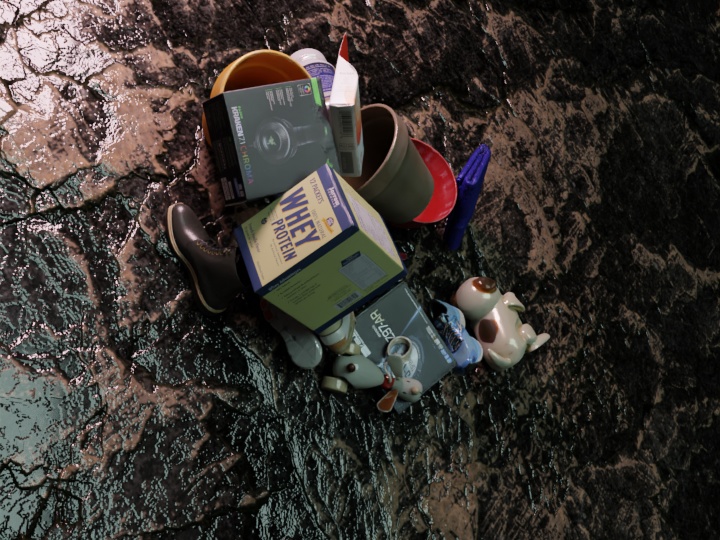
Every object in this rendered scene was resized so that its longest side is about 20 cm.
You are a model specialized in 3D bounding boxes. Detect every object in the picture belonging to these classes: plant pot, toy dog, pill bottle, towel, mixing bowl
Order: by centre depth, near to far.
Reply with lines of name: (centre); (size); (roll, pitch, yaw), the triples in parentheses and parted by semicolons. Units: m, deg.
plant pot: (-0.196, -0.274, 1.603); (0.197, 0.182, 0.204); (1, 88, -32)
toy dog: (0.029, 0.191, 1.634); (0.197, 0.096, 0.134); (-3, 87, -18)
plant pot: (0.044, -0.179, 1.680); (0.173, 0.198, 0.203); (36, 50, -37)
pill bottle: (-0.083, -0.343, 1.769); (0.114, 0.116, 0.202); (12, 40, -37)
mixing bowl: (0.092, -0.166, 1.870); (0.197, 0.108, 0.203); (10, 62, -20)
toy dog: (0.276, 0.110, 1.916); (0.193, 0.139, 0.202); (-26, 82, -48)
towel: (0.230, -0.163, 1.961); (0.049, 0.202, 0.148); (20, 46, 9)

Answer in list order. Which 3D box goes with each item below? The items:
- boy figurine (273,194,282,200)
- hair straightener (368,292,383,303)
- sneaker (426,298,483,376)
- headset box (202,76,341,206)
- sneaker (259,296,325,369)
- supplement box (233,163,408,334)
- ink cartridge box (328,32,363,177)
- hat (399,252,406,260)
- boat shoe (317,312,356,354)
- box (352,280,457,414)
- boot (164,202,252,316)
boy figurine: (-0.137, -0.210, 1.732); (0.123, 0.064, 0.203); (5, 70, -29)
hair straightener: (0.081, 0.084, 1.783); (0.201, 0.077, 0.041); (50, 36, -12)
sneaker: (0.179, 0.133, 1.809); (0.090, 0.078, 0.201); (36, 17, -35)
headset box: (-0.139, -0.214, 1.476); (0.198, 0.092, 0.177); (-16, 97, -32)
sneaker: (-0.121, 0.089, 1.623); (0.202, 0.076, 0.082); (67, 12, 14)
supplement box: (-0.064, -0.030, 1.479); (0.200, 0.199, 0.135); (39, 21, -53)
ink cartridge box: (-0.014, -0.291, 1.569); (0.049, 0.163, 0.202); (4, 50, 9)
hat: (0.000, 0.000, 1.754); (0.177, 0.197, 0.167); (69, 3, -46)
boat shoe: (-0.047, 0.085, 1.646); (0.201, 0.074, 0.069); (-81, 147, -64)
box: (0.072, 0.148, 1.726); (0.159, 0.043, 0.202); (-35, 97, -18)
boot: (-0.246, -0.040, 1.505); (0.077, 0.138, 0.202); (-24, 87, -45)
